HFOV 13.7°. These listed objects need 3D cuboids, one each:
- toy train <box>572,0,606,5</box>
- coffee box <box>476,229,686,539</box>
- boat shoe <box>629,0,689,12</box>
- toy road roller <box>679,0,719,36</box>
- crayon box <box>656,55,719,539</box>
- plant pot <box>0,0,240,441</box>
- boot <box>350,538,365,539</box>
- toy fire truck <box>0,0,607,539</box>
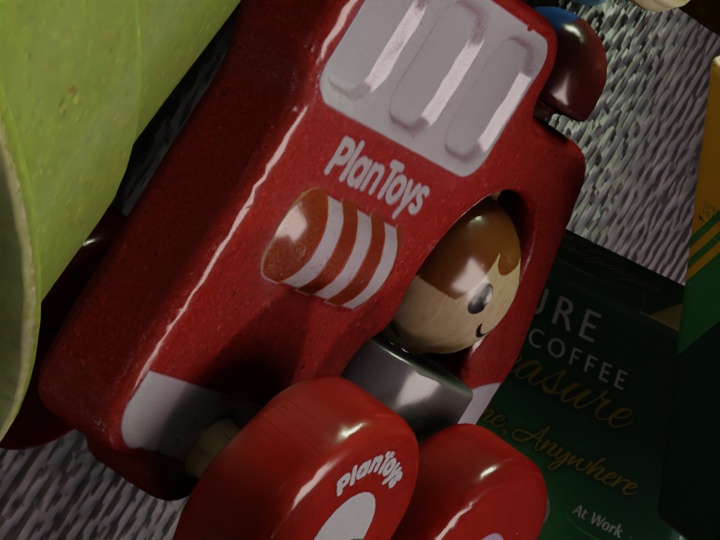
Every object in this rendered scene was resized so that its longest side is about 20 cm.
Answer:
[{"bbox_3d":[0.078,-0.167,0.786,0.150,0.056,0.200,46,65,-16],"label":"toy train"},{"bbox_3d":[0.048,0.088,0.925,0.044,0.123,0.200,-14,123,-53],"label":"coffee box"},{"bbox_3d":[0.108,-0.153,0.721,0.072,0.065,0.200,45,60,-45],"label":"boat shoe"},{"bbox_3d":[0.158,-0.150,0.871,0.200,0.146,0.123,-42,148,-15],"label":"toy road roller"},{"bbox_3d":[0.174,-0.025,0.823,0.200,0.058,0.173,-33,143,-29],"label":"crayon box"},{"bbox_3d":[-0.074,-0.097,0.496,0.190,0.200,0.200,-47,147,-35],"label":"plant pot"},{"bbox_3d":[-0.047,0.165,0.706,0.187,0.200,0.064,65,27,-7],"label":"boot"},{"bbox_3d":[0.000,0.000,0.759,0.168,0.112,0.200,-57,153,6],"label":"toy fire truck"}]
